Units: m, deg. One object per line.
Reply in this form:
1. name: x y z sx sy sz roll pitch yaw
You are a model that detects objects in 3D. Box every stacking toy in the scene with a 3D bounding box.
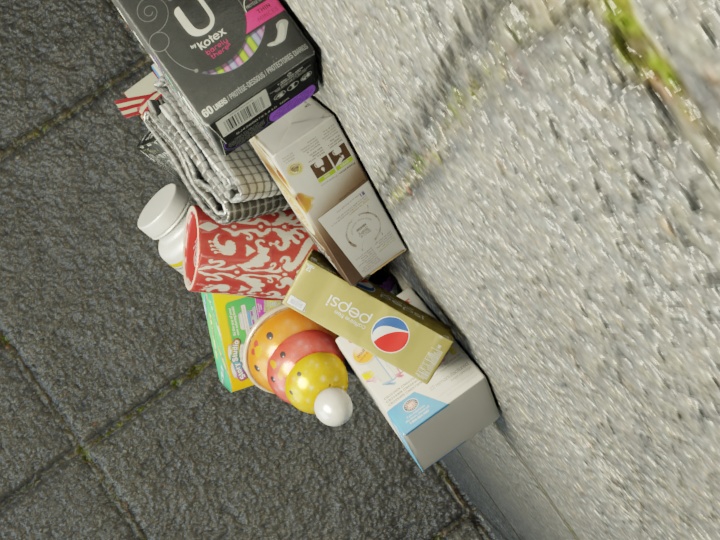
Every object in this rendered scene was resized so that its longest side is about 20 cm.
1. stacking toy: -0.062 0.141 1.231 0.146 0.146 0.200 58 171 -33

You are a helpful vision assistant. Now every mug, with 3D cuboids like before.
1. mug: -0.124 -0.006 1.183 0.134 0.200 0.178 -116 35 -50

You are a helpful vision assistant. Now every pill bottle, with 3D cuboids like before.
1. pill bottle: -0.225 -0.035 1.355 0.200 0.111 0.111 42 -178 -30

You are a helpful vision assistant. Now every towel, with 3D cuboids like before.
1. towel: -0.154 -0.154 1.133 0.200 0.165 0.086 52 132 18

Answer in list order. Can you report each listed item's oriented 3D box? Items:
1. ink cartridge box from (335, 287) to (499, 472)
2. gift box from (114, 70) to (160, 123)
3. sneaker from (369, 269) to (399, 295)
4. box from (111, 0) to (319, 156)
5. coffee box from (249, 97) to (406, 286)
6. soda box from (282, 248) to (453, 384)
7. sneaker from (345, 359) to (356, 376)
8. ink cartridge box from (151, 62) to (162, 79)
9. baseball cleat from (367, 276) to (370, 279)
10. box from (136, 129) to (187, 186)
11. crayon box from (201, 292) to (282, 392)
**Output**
1. ink cartridge box: 0.068 0.134 1.218 0.200 0.128 0.125 51 173 36
2. gift box: -0.304 -0.281 1.630 0.200 0.185 0.187 45 173 27
3. sneaker: 0.000 0.000 1.389 0.200 0.074 0.088 35 150 44
4. box: -0.142 -0.229 0.856 0.200 0.122 0.106 54 175 7
5. coffee box: -0.041 -0.093 1.029 0.200 0.080 0.114 59 173 -37
6. soda box: 0.011 0.054 1.101 0.200 0.064 0.068 30 -167 -4
7. sneaker: -0.042 0.075 1.399 0.200 0.060 0.104 40 -160 2
8. ink cartridge box: -0.191 -0.236 1.269 0.067 0.116 0.200 52 173 25
9. baseball cleat: -0.028 0.001 1.282 0.106 0.070 0.200 40 145 25
10. box: -0.213 -0.133 1.298 0.200 0.044 0.160 37 170 -20
11. crayon box: -0.157 0.061 1.316 0.058 0.119 0.200 25 128 60
